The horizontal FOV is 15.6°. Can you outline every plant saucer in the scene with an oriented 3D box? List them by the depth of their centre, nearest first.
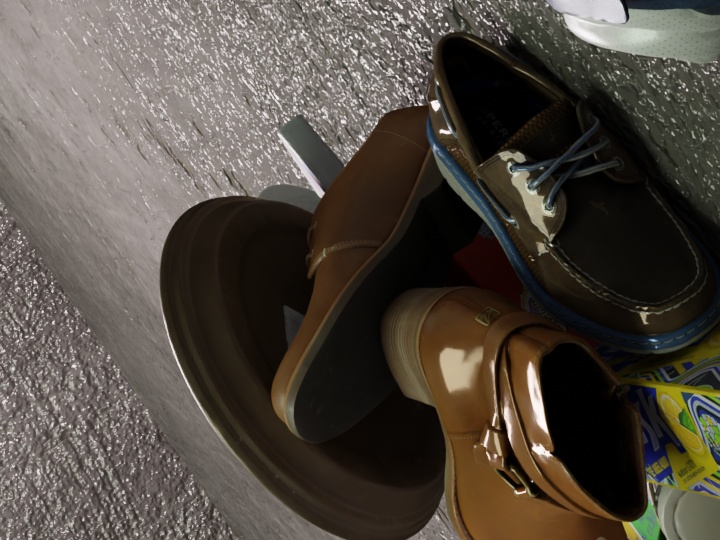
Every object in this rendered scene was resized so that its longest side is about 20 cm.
[{"bbox_3d":[-0.020,0.044,1.325,0.200,0.029,0.201,36,-145,-30],"label":"plant saucer"}]

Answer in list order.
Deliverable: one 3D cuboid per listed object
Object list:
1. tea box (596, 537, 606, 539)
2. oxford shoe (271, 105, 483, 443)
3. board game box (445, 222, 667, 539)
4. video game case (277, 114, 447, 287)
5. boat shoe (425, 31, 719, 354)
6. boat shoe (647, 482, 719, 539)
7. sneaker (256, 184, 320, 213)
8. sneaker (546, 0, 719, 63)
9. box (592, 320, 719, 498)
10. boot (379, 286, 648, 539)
[{"bbox_3d":[0.141,0.263,1.150,0.197,0.133,0.200,47,175,47],"label":"tea box"},{"bbox_3d":[0.000,0.000,1.284,0.071,0.200,0.071,11,143,28],"label":"oxford shoe"},{"bbox_3d":[0.113,0.062,1.439,0.200,0.040,0.153,49,167,19],"label":"board game box"},{"bbox_3d":[0.035,0.013,1.389,0.200,0.018,0.143,50,178,15],"label":"video game case"},{"bbox_3d":[0.087,-0.038,1.182,0.200,0.072,0.073,43,163,40],"label":"boat shoe"},{"bbox_3d":[0.206,0.161,1.310,0.200,0.072,0.060,52,-173,-23],"label":"boat shoe"},{"bbox_3d":[-0.002,0.034,1.713,0.200,0.071,0.099,45,161,16],"label":"sneaker"},{"bbox_3d":[0.061,-0.147,0.948,0.200,0.080,0.147,36,156,38],"label":"sneaker"},{"bbox_3d":[0.163,0.056,1.164,0.064,0.070,0.200,57,167,-8],"label":"box"},{"bbox_3d":[0.097,0.092,1.207,0.155,0.077,0.201,14,134,63],"label":"boot"}]
